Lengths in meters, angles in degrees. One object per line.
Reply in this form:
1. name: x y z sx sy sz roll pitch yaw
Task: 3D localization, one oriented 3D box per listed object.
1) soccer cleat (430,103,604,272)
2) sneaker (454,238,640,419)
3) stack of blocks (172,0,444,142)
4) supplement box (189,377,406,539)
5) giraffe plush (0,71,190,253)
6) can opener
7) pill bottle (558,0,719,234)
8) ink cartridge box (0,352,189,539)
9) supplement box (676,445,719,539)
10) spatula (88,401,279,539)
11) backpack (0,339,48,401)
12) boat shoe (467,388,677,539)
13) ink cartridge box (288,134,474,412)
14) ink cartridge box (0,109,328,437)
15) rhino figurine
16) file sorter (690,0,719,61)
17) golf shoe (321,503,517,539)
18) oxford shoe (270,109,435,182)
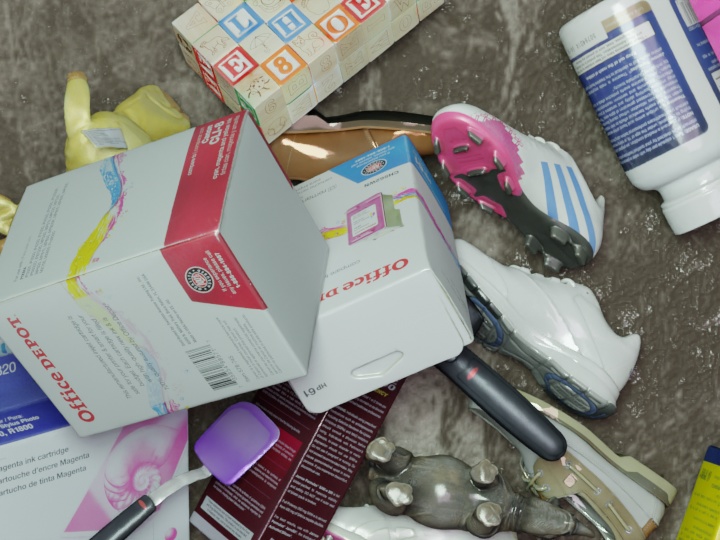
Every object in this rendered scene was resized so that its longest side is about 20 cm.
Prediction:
1. soccer cleat: 0.132 -0.084 1.403 0.200 0.069 0.087 44 52 -29
2. sneaker: 0.150 0.038 1.436 0.199 0.075 0.087 40 67 -3
3. stack of blocks: -0.042 -0.214 1.401 0.199 0.059 0.115 -39 65 -11
4. supplement box: -0.052 0.145 1.388 0.061 0.109 0.202 29 88 -33
5. giraffe plush: -0.210 -0.045 1.371 0.162 0.199 0.173 -43 62 21
6. can opener: 0.091 0.082 1.369 0.079 0.063 0.200 -46 75 6
7. pill bottle: 0.256 -0.138 1.415 0.110 0.111 0.202 -26 90 -4
8. ink cartridge box: -0.225 0.154 1.336 0.195 0.043 0.202 -15 116 -37
9. supplement box: 0.321 0.262 1.413 0.108 0.109 0.202 20 88 -3
10. spatula: -0.154 0.177 1.350 0.199 0.021 0.056 -36 55 -18
11. backpack: -0.309 0.115 1.367 0.162 0.153 0.202 21 73 -22
12. boat shoe: 0.170 0.164 1.423 0.199 0.075 0.069 32 82 -3
13. ink cartridge box: 0.000 0.000 1.334 0.143 0.201 0.085 -24 124 11
14. ink cartridge box: -0.146 0.005 1.233 0.198 0.146 0.146 -16 128 20
15. rhino figurine: 0.095 0.186 1.369 0.198 0.088 0.060 15 74 1
16. file sorter: 0.344 -0.240 1.415 0.138 0.125 0.201 -29 91 -4
17. golf shoe: 0.041 0.224 1.425 0.198 0.075 0.092 22 65 -1
18. oxford shoe: 0.005 -0.100 1.426 0.197 0.071 0.072 -1 99 6
